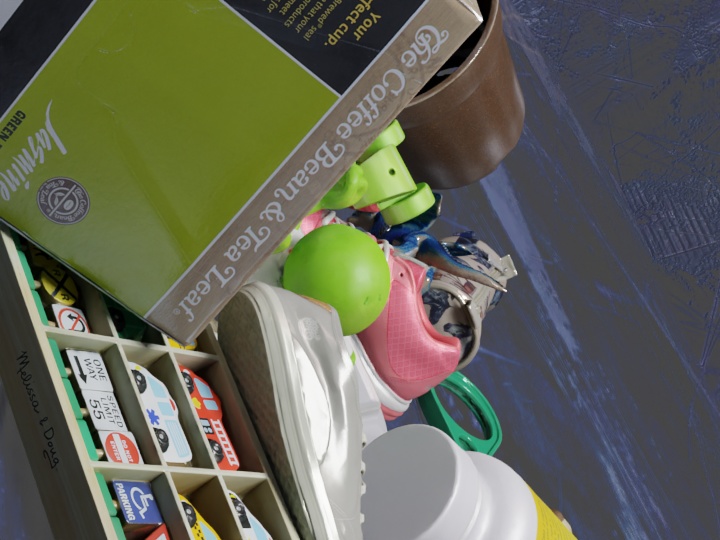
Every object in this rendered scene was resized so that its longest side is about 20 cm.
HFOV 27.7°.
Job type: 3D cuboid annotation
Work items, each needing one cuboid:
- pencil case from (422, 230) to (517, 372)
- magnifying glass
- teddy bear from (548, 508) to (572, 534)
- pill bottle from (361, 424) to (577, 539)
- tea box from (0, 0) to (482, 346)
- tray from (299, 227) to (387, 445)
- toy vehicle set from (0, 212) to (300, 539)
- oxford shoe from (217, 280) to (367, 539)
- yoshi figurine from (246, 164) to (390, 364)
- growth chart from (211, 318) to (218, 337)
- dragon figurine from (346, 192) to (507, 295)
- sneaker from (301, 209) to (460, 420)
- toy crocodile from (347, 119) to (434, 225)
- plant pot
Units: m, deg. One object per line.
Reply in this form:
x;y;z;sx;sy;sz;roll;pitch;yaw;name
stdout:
0.072;0.024;1.190;0.078;0.089;0.200;60;16;-6;pencil case
0.078;0.141;1.101;0.079;0.022;0.200;37;23;-20;magnifying glass
0.158;0.247;1.111;0.201;0.066;0.145;57;14;-14;teddy bear
0.072;0.178;0.875;0.200;0.111;0.112;49;20;-40;pill bottle
-0.086;-0.115;0.636;0.196;0.200;0.134;38;20;-18;tea box
-0.045;0.020;0.901;0.107;0.022;0.201;-3;65;-58;tray
-0.096;0.066;0.638;0.124;0.026;0.201;14;45;-55;toy vehicle set
-0.022;0.103;0.696;0.057;0.075;0.202;-7;86;-34;oxford shoe
-0.042;-0.035;0.822;0.112;0.112;0.201;107;-42;-75;yoshi figurine
-0.098;0.052;0.733;0.145;0.018;0.201;44;23;-45;growth chart
0.041;-0.019;1.073;0.099;0.199;0.059;-44;112;-34;dragon figurine
0.000;0.000;1.006;0.201;0.086;0.074;58;15;-7;sneaker
0.002;-0.070;1.057;0.068;0.061;0.200;64;-8;-14;toy crocodile
0.057;-0.186;1.352;0.198;0.199;0.201;50;17;-59;plant pot
